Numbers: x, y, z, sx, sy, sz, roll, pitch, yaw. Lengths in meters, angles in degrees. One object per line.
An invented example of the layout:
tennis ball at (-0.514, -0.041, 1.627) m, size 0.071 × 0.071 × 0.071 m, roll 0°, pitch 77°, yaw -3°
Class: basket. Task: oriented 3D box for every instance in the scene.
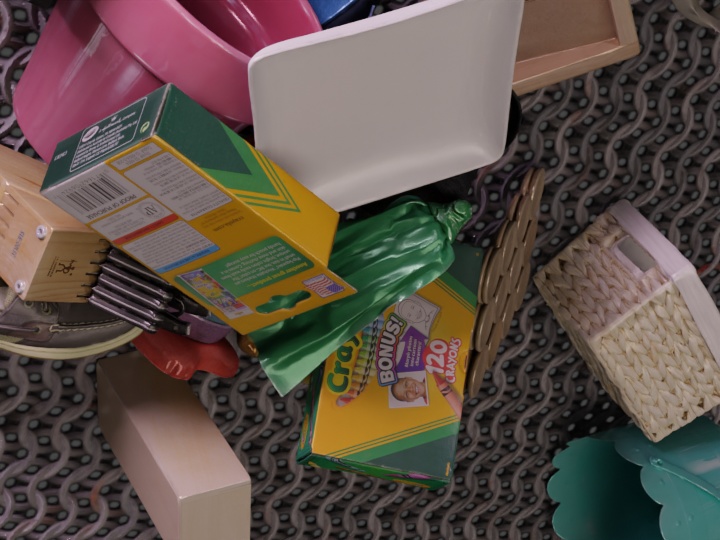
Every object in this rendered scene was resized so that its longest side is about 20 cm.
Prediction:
basket at (0.273, 0.055, 1.713) m, size 0.123 × 0.136 × 0.200 m, roll -38°, pitch 132°, yaw 1°

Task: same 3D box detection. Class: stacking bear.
stacking bear at (-0.109, -0.023, 1.448) m, size 0.200 × 0.114 × 0.121 m, roll -53°, pitch 160°, yaw 14°

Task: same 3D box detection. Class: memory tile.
memory tile at (0.127, 0.009, 1.588) m, size 0.017 × 0.200 × 0.153 m, roll 14°, pitch 124°, yaw 13°

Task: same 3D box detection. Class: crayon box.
crayon box at (-0.108, -0.038, 1.246) m, size 0.126 × 0.052 × 0.200 m, roll -21°, pitch 133°, yaw 40°
crayon box at (0.024, 0.069, 1.440) m, size 0.119 × 0.058 × 0.200 m, roll 12°, pitch 73°, yaw -11°

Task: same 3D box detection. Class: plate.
plate at (0.013, -0.120, 1.248) m, size 0.200 × 0.032 × 0.200 m, roll -18°, pitch 148°, yaw -12°

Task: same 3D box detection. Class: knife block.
knife block at (-0.205, -0.026, 1.361) m, size 0.175 × 0.200 × 0.064 m, roll 3°, pitch 120°, yaw -49°

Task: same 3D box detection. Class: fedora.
fedora at (0.038, -0.093, 1.404) m, size 0.200 × 0.092 × 0.201 m, roll 2°, pitch 156°, yaw 1°

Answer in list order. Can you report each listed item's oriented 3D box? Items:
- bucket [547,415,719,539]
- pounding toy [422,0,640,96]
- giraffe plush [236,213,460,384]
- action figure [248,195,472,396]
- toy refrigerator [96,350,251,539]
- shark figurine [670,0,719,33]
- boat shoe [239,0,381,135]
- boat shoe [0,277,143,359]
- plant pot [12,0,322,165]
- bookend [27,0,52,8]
bucket at (0.305, 0.246, 1.824) m, size 0.135 × 0.207 × 0.207 m, roll -17°, pitch 128°, yaw -26°
pounding toy at (0.146, -0.246, 1.445) m, size 0.200 × 0.142 × 0.184 m, roll -18°, pitch 130°, yaw 3°
giraffe plush at (0.014, 0.030, 1.541) m, size 0.173 × 0.200 × 0.162 m, roll 38°, pitch 71°, yaw -63°
action figure at (0.000, 0.000, 1.375) m, size 0.200 × 0.118 × 0.055 m, roll -29°, pitch 172°, yaw 9°
toy refrigerator at (-0.156, 0.151, 1.483) m, size 0.070 × 0.200 × 0.076 m, roll -12°, pitch 125°, yaw -23°
shark figurine at (0.297, -0.267, 1.540) m, size 0.128 × 0.090 × 0.215 m, roll -25°, pitch 128°, yaw -12°
boat shoe at (-0.046, -0.188, 1.411) m, size 0.200 × 0.084 × 0.069 m, roll -35°, pitch 142°, yaw 18°
boat shoe at (-0.266, 0.023, 1.379) m, size 0.201 × 0.072 × 0.066 m, roll 1°, pitch 145°, yaw -3°
plant pot at (-0.153, -0.154, 1.296) m, size 0.200 × 0.200 × 0.179 m, roll 22°, pitch 124°, yaw -39°
bookend at (-0.207, -0.311, 1.144) m, size 0.199 × 0.092 × 0.200 m, roll -42°, pitch 96°, yaw 2°
